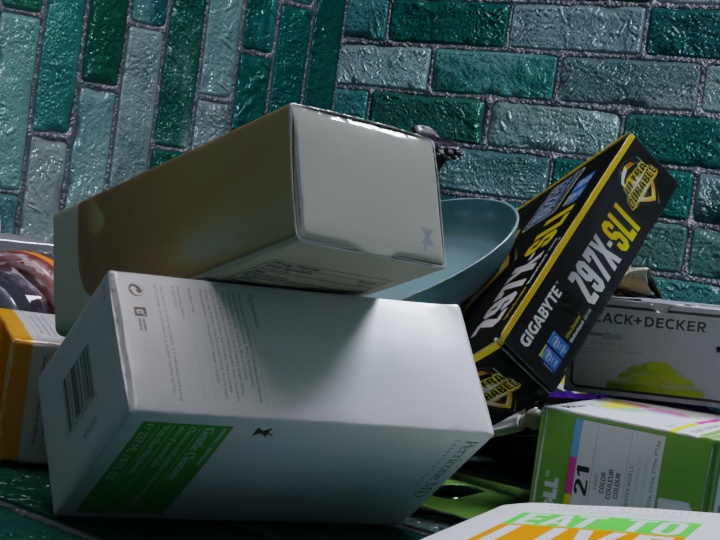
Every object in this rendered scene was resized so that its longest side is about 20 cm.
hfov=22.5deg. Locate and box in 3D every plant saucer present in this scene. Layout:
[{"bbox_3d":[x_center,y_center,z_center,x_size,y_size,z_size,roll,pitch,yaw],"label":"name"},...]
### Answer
[{"bbox_3d":[0.002,0.006,1.085,0.200,0.027,0.200,-17,17,5],"label":"plant saucer"}]

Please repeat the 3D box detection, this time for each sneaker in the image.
[{"bbox_3d":[0.145,0.114,1.205,0.099,0.070,0.200,0,1,-41],"label":"sneaker"}]

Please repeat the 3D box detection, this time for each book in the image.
[{"bbox_3d":[0.090,0.137,0.784,0.133,0.048,0.200,4,3,22],"label":"book"}]

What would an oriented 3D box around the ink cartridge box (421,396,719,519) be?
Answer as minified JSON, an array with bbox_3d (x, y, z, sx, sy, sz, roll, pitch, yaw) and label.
[{"bbox_3d":[0.124,0.110,1.047,0.200,0.076,0.148,10,3,25],"label":"ink cartridge box"}]

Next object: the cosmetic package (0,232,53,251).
[{"bbox_3d":[-0.340,0.018,1.408,0.200,0.107,0.090,3,4,-41],"label":"cosmetic package"}]

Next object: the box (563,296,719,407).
[{"bbox_3d":[0.210,0.051,1.162,0.117,0.060,0.200,6,0,20],"label":"box"}]

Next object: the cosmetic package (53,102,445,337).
[{"bbox_3d":[-0.062,-0.016,0.937,0.105,0.071,0.200,11,-22,-44],"label":"cosmetic package"}]

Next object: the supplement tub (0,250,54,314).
[{"bbox_3d":[-0.224,0.038,1.270,0.107,0.107,0.200,8,3,15],"label":"supplement tub"}]

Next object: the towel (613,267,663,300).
[{"bbox_3d":[0.156,0.048,1.475,0.200,0.035,0.193,-6,-22,17],"label":"towel"}]

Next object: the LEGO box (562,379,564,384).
[{"bbox_3d":[0.108,0.071,1.384,0.200,0.077,0.149,7,-18,-18],"label":"LEGO box"}]

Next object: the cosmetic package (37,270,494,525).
[{"bbox_3d":[-0.048,0.068,0.912,0.200,0.085,0.108,6,-38,-28],"label":"cosmetic package"}]

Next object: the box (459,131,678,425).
[{"bbox_3d":[0.090,0.021,1.079,0.049,0.200,0.160,45,-40,-10],"label":"box"}]

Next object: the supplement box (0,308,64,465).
[{"bbox_3d":[-0.119,0.076,1.079,0.200,0.074,0.126,7,5,-16],"label":"supplement box"}]

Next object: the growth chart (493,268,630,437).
[{"bbox_3d":[0.089,0.059,1.211,0.145,0.018,0.200,-13,27,34],"label":"growth chart"}]

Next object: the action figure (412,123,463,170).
[{"bbox_3d":[0.000,0.000,1.228,0.119,0.200,0.102,13,20,-3],"label":"action figure"}]
